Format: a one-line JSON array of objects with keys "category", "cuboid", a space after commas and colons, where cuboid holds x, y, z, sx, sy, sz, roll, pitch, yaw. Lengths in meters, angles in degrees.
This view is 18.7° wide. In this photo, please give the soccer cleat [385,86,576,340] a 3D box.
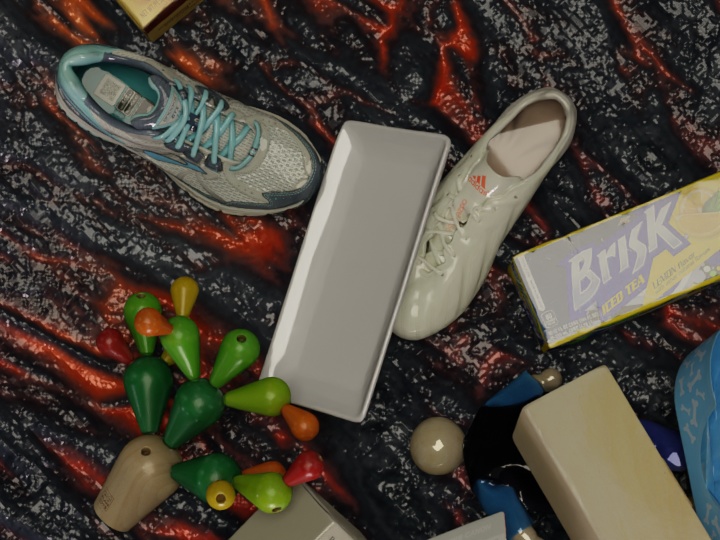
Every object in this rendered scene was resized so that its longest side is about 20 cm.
[{"category": "soccer cleat", "cuboid": [0.077, -0.043, 1.477, 0.069, 0.078, 0.200, 35, 86, 4]}]

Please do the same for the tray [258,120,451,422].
[{"category": "tray", "cuboid": [0.000, 0.000, 1.481, 0.107, 0.022, 0.201, 12, 83, 46]}]

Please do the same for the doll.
[{"category": "doll", "cuboid": [0.131, 0.133, 1.469, 0.199, 0.049, 0.137, 10, 66, 4]}]

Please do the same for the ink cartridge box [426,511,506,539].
[{"category": "ink cartridge box", "cuboid": [0.048, 0.276, 1.415, 0.160, 0.047, 0.201, -25, 50, 25]}]

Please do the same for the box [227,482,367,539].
[{"category": "box", "cuboid": [-0.078, 0.239, 1.439, 0.200, 0.068, 0.082, -46, 126, -1]}]

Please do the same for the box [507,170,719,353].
[{"category": "box", "cuboid": [0.204, -0.013, 1.479, 0.199, 0.064, 0.070, -22, 84, -2]}]

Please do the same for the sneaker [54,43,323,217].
[{"category": "sneaker", "cuboid": [-0.121, -0.095, 1.482, 0.199, 0.086, 0.078, 22, 86, 3]}]

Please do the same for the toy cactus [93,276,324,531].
[{"category": "toy cactus", "cuboid": [-0.122, 0.108, 1.451, 0.200, 0.102, 0.165, 46, 109, 22]}]

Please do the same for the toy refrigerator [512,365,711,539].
[{"category": "toy refrigerator", "cuboid": [0.178, 0.166, 1.392, 0.070, 0.076, 0.200, -26, 72, -11]}]

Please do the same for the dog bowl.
[{"category": "dog bowl", "cuboid": [0.265, 0.130, 1.442, 0.111, 0.050, 0.201, 1, 73, -36]}]

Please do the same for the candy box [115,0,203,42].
[{"category": "candy box", "cuboid": [-0.168, -0.273, 1.518, 0.117, 0.056, 0.200, -41, 83, -2]}]
